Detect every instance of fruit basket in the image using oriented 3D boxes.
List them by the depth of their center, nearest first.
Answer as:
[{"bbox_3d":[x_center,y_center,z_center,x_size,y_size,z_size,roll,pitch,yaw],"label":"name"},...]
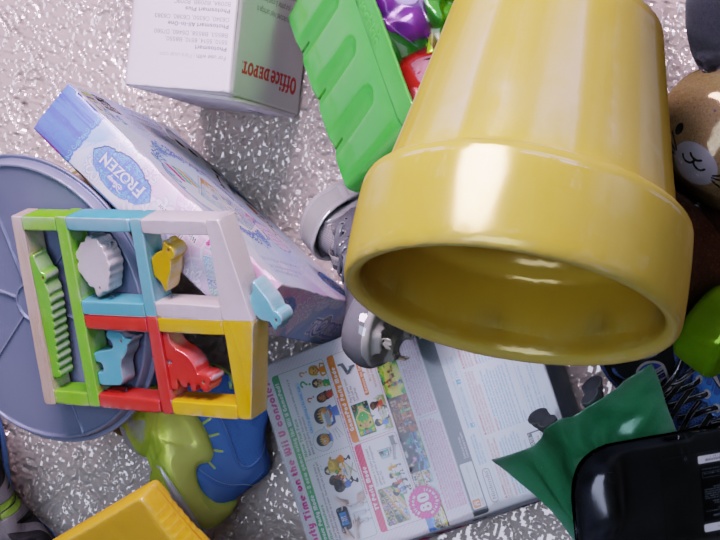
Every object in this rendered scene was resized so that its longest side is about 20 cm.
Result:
[{"bbox_3d":[0.071,-0.157,1.532,0.215,0.155,0.217,-20,62,42],"label":"fruit basket"}]

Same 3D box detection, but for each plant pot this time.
[{"bbox_3d":[0.102,-0.065,1.376,0.199,0.201,0.190,3,69,18],"label":"plant pot"}]

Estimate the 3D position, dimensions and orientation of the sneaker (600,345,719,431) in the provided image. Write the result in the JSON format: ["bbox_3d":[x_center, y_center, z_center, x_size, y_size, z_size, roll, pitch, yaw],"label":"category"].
[{"bbox_3d":[0.199,0.078,1.530,0.078,0.089,0.200,-40,80,13],"label":"sneaker"}]

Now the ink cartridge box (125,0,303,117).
[{"bbox_3d":[-0.091,-0.213,1.606,0.084,0.146,0.202,7,90,17],"label":"ink cartridge box"}]

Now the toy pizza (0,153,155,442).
[{"bbox_3d":[-0.210,0.017,1.561,0.199,0.032,0.202,12,114,30],"label":"toy pizza"}]

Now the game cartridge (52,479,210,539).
[{"bbox_3d":[-0.129,0.250,1.592,0.176,0.032,0.200,-31,99,43],"label":"game cartridge"}]

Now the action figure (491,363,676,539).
[{"bbox_3d":[0.182,0.164,1.515,0.118,0.055,0.201,-29,110,9],"label":"action figure"}]

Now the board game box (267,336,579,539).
[{"bbox_3d":[0.045,0.105,1.594,0.199,0.064,0.149,-20,82,16],"label":"board game box"}]

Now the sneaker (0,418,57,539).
[{"bbox_3d":[-0.274,0.173,1.686,0.070,0.083,0.201,-27,80,16],"label":"sneaker"}]

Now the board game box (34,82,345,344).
[{"bbox_3d":[-0.105,-0.033,1.576,0.199,0.200,0.043,42,96,15],"label":"board game box"}]

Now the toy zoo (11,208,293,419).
[{"bbox_3d":[-0.129,0.026,1.477,0.199,0.020,0.132,3,109,33],"label":"toy zoo"}]

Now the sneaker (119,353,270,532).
[{"bbox_3d":[-0.125,0.079,1.628,0.105,0.076,0.201,-29,109,-23],"label":"sneaker"}]

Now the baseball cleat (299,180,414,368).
[{"bbox_3d":[0.000,0.000,1.553,0.106,0.200,0.070,11,119,14],"label":"baseball cleat"}]

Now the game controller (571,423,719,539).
[{"bbox_3d":[0.227,0.150,1.480,0.199,0.042,0.105,-8,87,-20],"label":"game controller"}]

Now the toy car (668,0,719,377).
[{"bbox_3d":[0.217,-0.069,1.460,0.164,0.158,0.201,38,132,20],"label":"toy car"}]

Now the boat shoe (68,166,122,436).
[{"bbox_3d":[-0.174,0.017,1.664,0.073,0.066,0.201,-10,107,-8],"label":"boat shoe"}]
